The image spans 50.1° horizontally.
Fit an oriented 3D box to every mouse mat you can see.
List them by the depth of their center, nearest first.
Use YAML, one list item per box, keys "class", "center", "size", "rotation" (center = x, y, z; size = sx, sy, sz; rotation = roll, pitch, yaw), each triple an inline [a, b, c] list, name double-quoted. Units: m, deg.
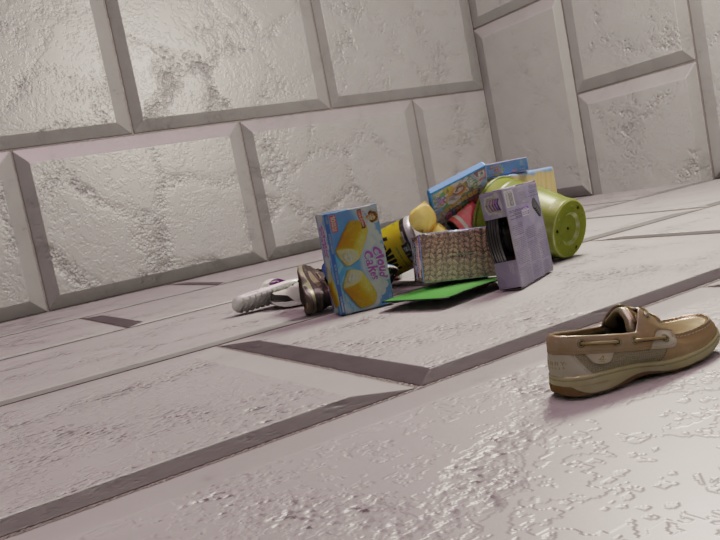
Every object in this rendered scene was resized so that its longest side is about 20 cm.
- class: "mouse mat"
  center: [0.158, 0.036, 1.453]
  size: [0.200, 0.008, 0.161]
  rotation: [-14, 6, -43]

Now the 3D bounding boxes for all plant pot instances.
- class: "plant pot"
  center: [0.390, -0.104, 1.725]
  size: [0.200, 0.201, 0.193]
  rotation: [-16, 19, -40]

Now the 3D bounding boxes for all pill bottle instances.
- class: "pill bottle"
  center: [0.054, -0.034, 1.781]
  size: [0.200, 0.115, 0.114]
  rotation: [-28, -1, 20]

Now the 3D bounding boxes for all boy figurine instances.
- class: "boy figurine"
  center: [0.182, -0.077, 1.734]
  size: [0.064, 0.200, 0.124]
  rotation: [-49, 22, -1]

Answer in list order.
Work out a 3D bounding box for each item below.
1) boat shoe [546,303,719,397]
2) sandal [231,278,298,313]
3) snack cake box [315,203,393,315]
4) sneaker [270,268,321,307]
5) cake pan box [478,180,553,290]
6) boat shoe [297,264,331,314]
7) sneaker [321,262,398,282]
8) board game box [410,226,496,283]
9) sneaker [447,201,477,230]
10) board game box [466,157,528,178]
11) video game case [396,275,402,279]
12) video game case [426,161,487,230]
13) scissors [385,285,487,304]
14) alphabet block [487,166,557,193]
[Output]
- class: "boat shoe"
  center: [0.267, 0.066, 0.751]
  size: [0.199, 0.065, 0.072]
  rotation: [-13, 6, -21]
- class: "sandal"
  center: [-0.212, 0.045, 1.839]
  size: [0.202, 0.050, 0.083]
  rotation: [-14, -30, -21]
- class: "snack cake box"
  center: [-0.011, -0.023, 1.515]
  size: [0.115, 0.201, 0.067]
  rotation: [-13, 6, -15]
- class: "sneaker"
  center: [-0.117, 0.036, 1.775]
  size: [0.199, 0.080, 0.074]
  rotation: [-12, 7, 15]
- class: "cake pan box"
  center: [0.297, -0.068, 1.456]
  size: [0.052, 0.185, 0.200]
  rotation: [-13, 5, 33]
- class: "boat shoe"
  center: [-0.093, 0.040, 1.648]
  size: [0.073, 0.075, 0.200]
  rotation: [-6, 23, -8]
- class: "sneaker"
  center: [0.000, 0.000, 1.639]
  size: [0.200, 0.079, 0.089]
  rotation: [4, 32, -46]
- class: "board game box"
  center: [0.193, -0.031, 1.577]
  size: [0.159, 0.097, 0.200]
  rotation: [-6, 0, -1]
- class: "sneaker"
  center: [0.284, -0.087, 1.800]
  size: [0.087, 0.200, 0.074]
  rotation: [-49, 46, -1]
- class: "board game box"
  center: [0.355, -0.262, 1.997]
  size: [0.151, 0.037, 0.200]
  rotation: [-10, 6, 11]
- class: "video game case"
  center: [0.024, -0.029, 1.971]
  size: [0.199, 0.143, 0.017]
  rotation: [-8, -38, 29]
- class: "video game case"
  center: [0.228, -0.150, 1.769]
  size: [0.143, 0.018, 0.200]
  rotation: [-28, -34, -6]
- class: "scissors"
  center: [0.151, 0.043, 1.487]
  size: [0.199, 0.014, 0.073]
  rotation: [-12, 7, -21]
- class: "alphabet block"
  center: [0.391, -0.150, 2.013]
  size: [0.196, 0.201, 0.195]
  rotation: [-15, 6, -38]
